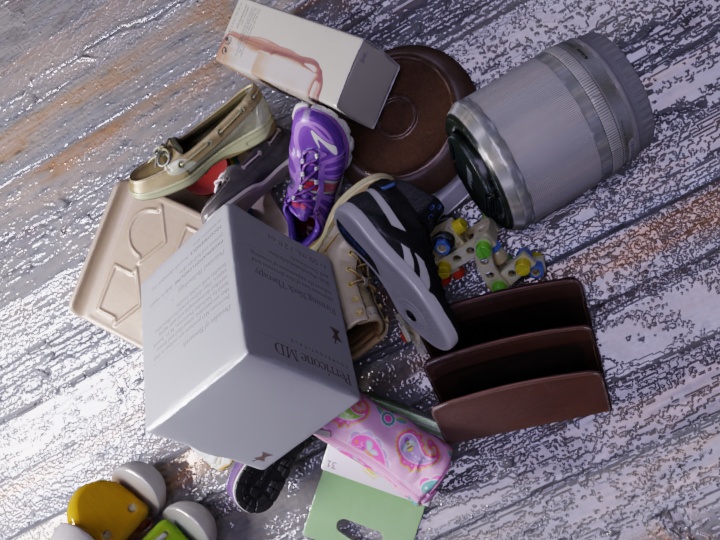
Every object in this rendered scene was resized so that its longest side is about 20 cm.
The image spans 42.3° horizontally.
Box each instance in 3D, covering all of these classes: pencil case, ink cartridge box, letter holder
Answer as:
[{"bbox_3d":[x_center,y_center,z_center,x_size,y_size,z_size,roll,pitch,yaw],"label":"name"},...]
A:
[{"bbox_3d":[0.009,0.193,1.088,0.198,0.087,0.088,32,97,1],"label":"pencil case"},{"bbox_3d":[0.019,0.263,1.156,0.143,0.048,0.203,18,92,4],"label":"ink cartridge box"},{"bbox_3d":[0.171,0.102,1.064,0.197,0.143,0.102,-14,46,14],"label":"letter holder"}]

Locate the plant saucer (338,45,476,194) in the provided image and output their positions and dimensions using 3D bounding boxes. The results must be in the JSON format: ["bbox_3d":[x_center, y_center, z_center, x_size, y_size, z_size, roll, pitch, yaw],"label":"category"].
[{"bbox_3d":[0.048,-0.187,1.152,0.197,0.034,0.204,-4,79,22],"label":"plant saucer"}]

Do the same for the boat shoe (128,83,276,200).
[{"bbox_3d":[-0.200,-0.156,1.134,0.198,0.073,0.064,-27,126,-1],"label":"boat shoe"}]

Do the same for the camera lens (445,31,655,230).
[{"bbox_3d":[0.206,-0.154,1.048,0.198,0.160,0.162,-30,82,-2],"label":"camera lens"}]

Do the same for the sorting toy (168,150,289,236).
[{"bbox_3d":[-0.212,-0.063,1.218,0.198,0.070,0.201,-33,82,12],"label":"sorting toy"}]

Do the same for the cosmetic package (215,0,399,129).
[{"bbox_3d":[-0.066,-0.254,1.140,0.198,0.103,0.088,26,94,31],"label":"cosmetic package"}]

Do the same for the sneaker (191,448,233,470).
[{"bbox_3d":[-0.157,0.165,1.156,0.087,0.076,0.201,36,114,-10],"label":"sneaker"}]

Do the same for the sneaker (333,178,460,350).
[{"bbox_3d":[0.071,-0.020,1.042,0.111,0.073,0.201,-37,87,-24],"label":"sneaker"}]

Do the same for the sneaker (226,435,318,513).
[{"bbox_3d":[-0.105,0.206,1.186,0.076,0.087,0.201,44,74,-18],"label":"sneaker"}]

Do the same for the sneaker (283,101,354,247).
[{"bbox_3d":[-0.056,-0.107,1.125,0.079,0.084,0.202,13,132,12],"label":"sneaker"}]

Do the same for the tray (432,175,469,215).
[{"bbox_3d":[0.088,-0.120,1.164,0.200,0.022,0.108,-42,81,11],"label":"tray"}]

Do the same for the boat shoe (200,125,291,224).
[{"bbox_3d":[-0.140,-0.117,1.151,0.057,0.200,0.067,43,138,5],"label":"boat shoe"}]

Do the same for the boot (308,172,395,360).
[{"bbox_3d":[0.000,0.000,1.103,0.201,0.072,0.156,-49,44,20],"label":"boot"}]

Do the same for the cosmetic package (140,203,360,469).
[{"bbox_3d":[-0.126,0.076,1.018,0.166,0.166,0.202,-38,46,26],"label":"cosmetic package"}]

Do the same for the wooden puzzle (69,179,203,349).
[{"bbox_3d":[-0.245,0.008,1.170,0.197,0.046,0.188,24,95,9],"label":"wooden puzzle"}]

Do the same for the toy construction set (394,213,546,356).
[{"bbox_3d":[0.114,0.007,1.126,0.199,0.093,0.131,-38,113,19],"label":"toy construction set"}]

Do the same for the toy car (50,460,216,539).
[{"bbox_3d":[-0.296,0.367,1.206,0.199,0.175,0.151,33,132,12],"label":"toy car"}]
